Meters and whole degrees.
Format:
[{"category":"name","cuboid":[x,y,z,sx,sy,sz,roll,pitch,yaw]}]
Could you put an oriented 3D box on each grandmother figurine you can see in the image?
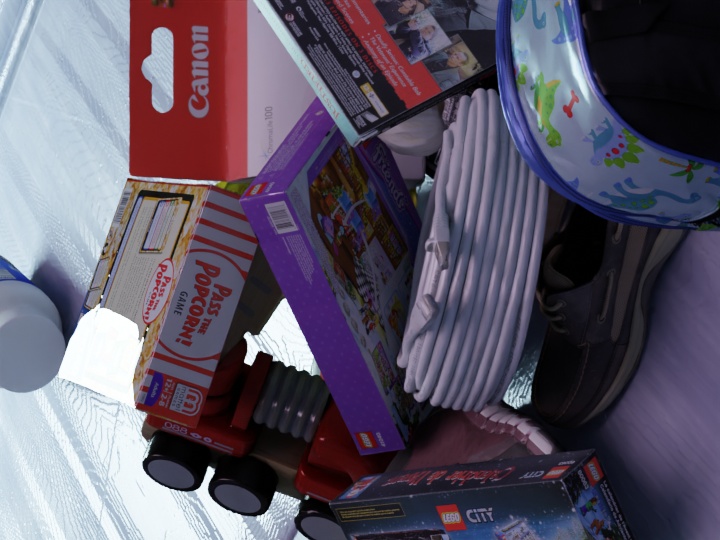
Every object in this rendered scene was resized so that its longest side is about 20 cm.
[{"category":"grandmother figurine","cuboid":[0.030,-0.160,1.473,0.061,0.121,0.200,-27,48,29]}]

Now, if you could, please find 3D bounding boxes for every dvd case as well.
[{"category":"dvd case","cuboid":[0.038,-0.180,1.425,0.146,0.200,0.022,56,156,11]}]

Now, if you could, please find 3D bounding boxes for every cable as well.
[{"category":"cable","cuboid":[0.072,-0.013,1.377,0.200,0.069,0.200,101,180,-60]}]

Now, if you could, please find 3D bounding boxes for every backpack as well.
[{"category":"backpack","cuboid":[0.170,-0.108,1.206,0.147,0.200,0.183,-36,54,54]}]

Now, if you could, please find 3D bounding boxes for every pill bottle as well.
[{"category":"pill bottle","cuboid":[-0.369,0.055,2.265,0.200,0.112,0.112,32,113,58]}]

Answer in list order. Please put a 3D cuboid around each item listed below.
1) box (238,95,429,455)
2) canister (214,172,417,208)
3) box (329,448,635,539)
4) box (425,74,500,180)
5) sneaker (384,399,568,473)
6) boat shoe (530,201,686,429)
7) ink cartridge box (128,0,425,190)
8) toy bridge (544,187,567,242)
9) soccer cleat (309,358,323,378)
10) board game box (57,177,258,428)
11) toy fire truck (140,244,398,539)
[{"category":"box","cuboid":[0.000,0.000,1.450,0.039,0.137,0.200,-10,118,30]},{"category":"canister","cuboid":[-0.060,-0.026,1.643,0.087,0.148,0.200,68,159,4]},{"category":"box","cuboid":[0.085,0.184,1.353,0.200,0.038,0.137,-11,108,46]},{"category":"box","cuboid":[0.062,-0.157,1.581,0.200,0.043,0.160,41,120,57]},{"category":"sneaker","cuboid":[0.075,0.144,1.417,0.116,0.076,0.200,-46,21,-4]},{"category":"boat shoe","cuboid":[0.138,0.004,1.373,0.075,0.073,0.200,49,126,54]},{"category":"ink cartridge box","cuboid":[-0.056,-0.139,1.537,0.057,0.200,0.163,146,125,-64]},{"category":"toy bridge","cuboid":[0.098,-0.020,1.502,0.200,0.027,0.067,-55,40,42]},{"category":"soccer cleat","cuboid":[-0.003,0.054,1.616,0.200,0.068,0.085,106,172,-45]},{"category":"board game box","cuboid":[-0.136,0.017,1.491,0.200,0.046,0.152,11,81,68]},{"category":"toy fire truck","cuboid":[-0.046,0.071,1.511,0.200,0.176,0.129,109,-178,-56]}]
